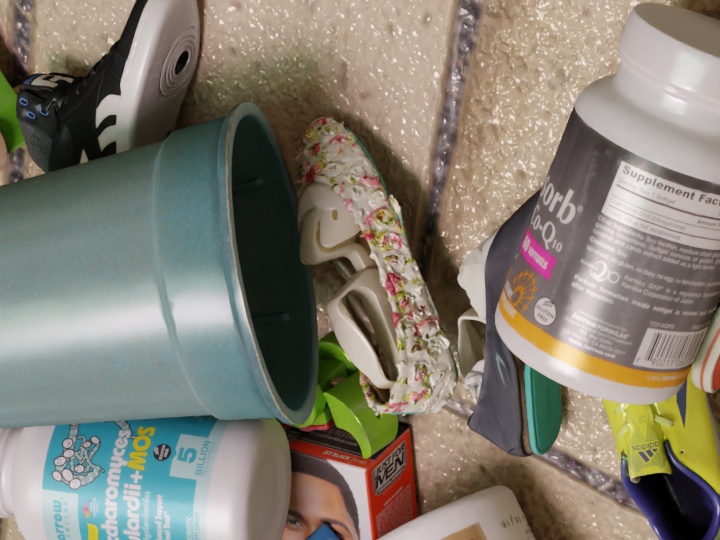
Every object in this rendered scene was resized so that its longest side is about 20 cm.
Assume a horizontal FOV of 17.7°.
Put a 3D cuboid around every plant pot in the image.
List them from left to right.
[{"bbox_3d":[-0.146,0.010,1.442,0.195,0.200,0.201,-9,114,10],"label":"plant pot"}]

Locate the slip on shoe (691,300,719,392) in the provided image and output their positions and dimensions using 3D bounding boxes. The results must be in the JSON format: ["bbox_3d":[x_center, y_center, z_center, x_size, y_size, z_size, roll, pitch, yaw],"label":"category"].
[{"bbox_3d":[0.245,0.005,1.290,0.061,0.074,0.200,36,129,4],"label":"slip on shoe"}]

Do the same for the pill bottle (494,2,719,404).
[{"bbox_3d":[0.158,-0.037,1.270,0.116,0.116,0.201,27,111,20],"label":"pill bottle"}]

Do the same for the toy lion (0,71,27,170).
[{"bbox_3d":[-0.312,-0.140,1.625,0.191,0.069,0.201,1,117,45],"label":"toy lion"}]

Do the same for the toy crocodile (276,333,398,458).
[{"bbox_3d":[-0.061,0.080,1.561,0.199,0.067,0.062,7,121,33],"label":"toy crocodile"}]

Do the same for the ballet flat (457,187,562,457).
[{"bbox_3d":[0.090,0.027,1.419,0.073,0.073,0.201,20,129,26],"label":"ballet flat"}]

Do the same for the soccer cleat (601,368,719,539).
[{"bbox_3d":[0.172,0.082,1.376,0.065,0.084,0.201,-18,106,36],"label":"soccer cleat"}]

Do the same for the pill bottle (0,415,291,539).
[{"bbox_3d":[-0.153,0.139,1.524,0.199,0.111,0.111,5,121,16],"label":"pill bottle"}]

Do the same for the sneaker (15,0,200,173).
[{"bbox_3d":[-0.175,-0.120,1.519,0.112,0.073,0.201,29,132,17],"label":"sneaker"}]

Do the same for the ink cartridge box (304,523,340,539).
[{"bbox_3d":[-0.083,0.265,1.516,0.067,0.200,0.116,47,134,3],"label":"ink cartridge box"}]

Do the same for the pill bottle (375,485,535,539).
[{"bbox_3d":[0.087,0.251,1.489,0.114,0.114,0.201,-36,74,44],"label":"pill bottle"}]

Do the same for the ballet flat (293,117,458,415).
[{"bbox_3d":[0.000,0.000,1.441,0.076,0.064,0.201,-32,82,51],"label":"ballet flat"}]

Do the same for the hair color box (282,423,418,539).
[{"bbox_3d":[-0.012,0.196,1.602,0.101,0.061,0.201,12,122,32],"label":"hair color box"}]
